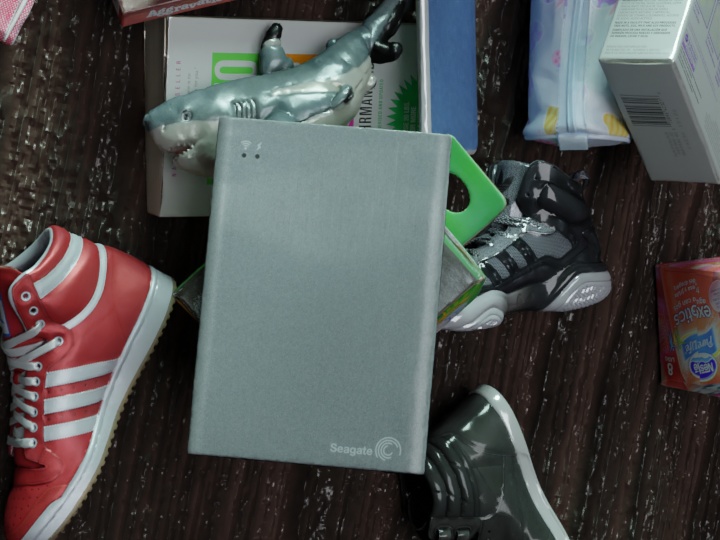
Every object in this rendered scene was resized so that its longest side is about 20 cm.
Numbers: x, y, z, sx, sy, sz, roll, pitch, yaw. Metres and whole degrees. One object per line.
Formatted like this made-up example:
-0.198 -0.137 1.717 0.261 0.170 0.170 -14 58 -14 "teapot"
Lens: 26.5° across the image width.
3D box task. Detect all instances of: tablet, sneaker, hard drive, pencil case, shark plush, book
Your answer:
0.059 -0.180 1.063 0.130 0.014 0.201 -15 105 -70 "tablet"
0.091 0.194 1.121 0.099 0.071 0.201 -27 99 -21 "sneaker"
-0.023 0.015 0.903 0.139 0.033 0.201 5 85 3 "hard drive"
0.163 -0.188 1.114 0.083 0.091 0.201 2 95 -2 "pencil case"
-0.204 0.069 0.957 0.112 0.071 0.201 31 72 -29 "sneaker"
-0.039 -0.125 0.983 0.200 0.091 0.083 -41 87 -7 "shark plush"
0.093 -0.021 1.103 0.199 0.075 0.114 -9 96 -32 "sneaker"
-0.047 -0.105 1.045 0.199 0.048 0.134 -3 101 -27 "book"

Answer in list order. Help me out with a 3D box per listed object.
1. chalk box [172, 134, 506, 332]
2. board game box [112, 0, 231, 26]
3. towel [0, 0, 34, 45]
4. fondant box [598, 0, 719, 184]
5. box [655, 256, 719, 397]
0.000 0.000 0.983 0.200 0.124 0.125 -40 84 -2 "chalk box"
-0.075 -0.228 0.993 0.199 0.019 0.103 -17 75 -17 "board game box"
-0.274 -0.242 0.921 0.200 0.030 0.147 25 81 -18 "towel"
0.244 -0.185 1.116 0.144 0.058 0.200 54 51 -48 "fondant box"
0.344 0.038 1.220 0.199 0.095 0.103 -7 97 -26 "box"
